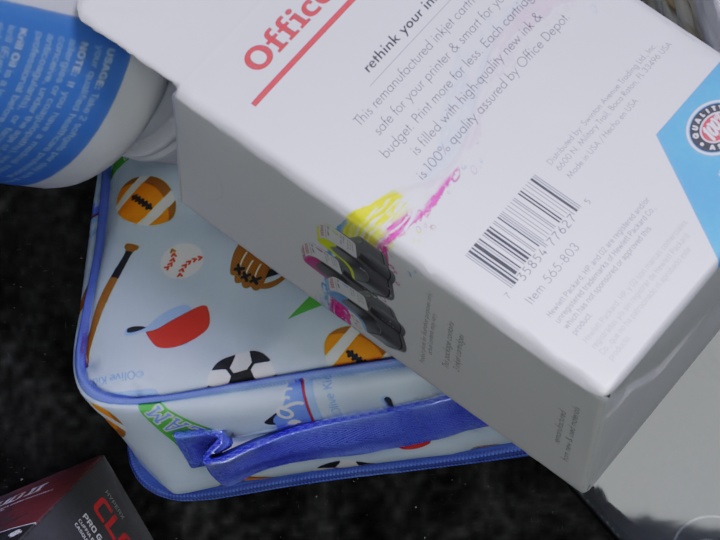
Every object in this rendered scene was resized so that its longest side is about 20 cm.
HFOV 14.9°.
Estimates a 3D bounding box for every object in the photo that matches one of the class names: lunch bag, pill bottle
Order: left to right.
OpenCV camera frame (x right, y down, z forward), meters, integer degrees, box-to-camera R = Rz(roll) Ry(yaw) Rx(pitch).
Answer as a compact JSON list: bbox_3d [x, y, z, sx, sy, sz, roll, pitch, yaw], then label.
[{"bbox_3d":[-0.125,-0.085,0.852,0.199,0.112,0.113,10,100,-39],"label":"pill bottle"},{"bbox_3d":[0.000,0.000,0.919,0.199,0.161,0.076,-11,140,15],"label":"lunch bag"}]

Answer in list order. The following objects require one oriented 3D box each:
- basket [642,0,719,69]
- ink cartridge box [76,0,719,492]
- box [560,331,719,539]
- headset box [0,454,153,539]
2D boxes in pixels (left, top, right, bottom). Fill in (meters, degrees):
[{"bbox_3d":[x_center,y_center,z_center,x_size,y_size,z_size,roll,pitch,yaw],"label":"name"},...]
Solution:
[{"bbox_3d":[0.153,-0.134,0.897,0.135,0.124,0.201,-8,63,-5],"label":"basket"},{"bbox_3d":[0.024,-0.043,0.829,0.200,0.068,0.115,36,66,16],"label":"ink cartridge box"},{"bbox_3d":[0.152,0.074,0.979,0.122,0.106,0.200,-42,99,1],"label":"box"},{"bbox_3d":[-0.112,0.169,0.941,0.075,0.200,0.149,-23,102,30],"label":"headset box"}]
